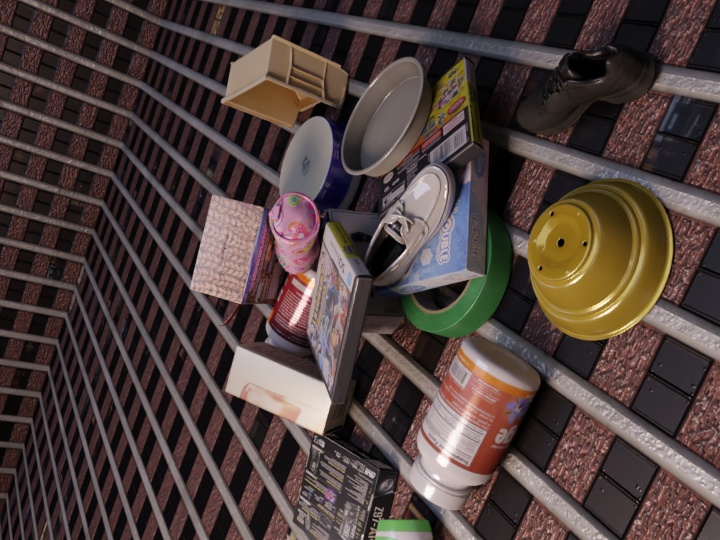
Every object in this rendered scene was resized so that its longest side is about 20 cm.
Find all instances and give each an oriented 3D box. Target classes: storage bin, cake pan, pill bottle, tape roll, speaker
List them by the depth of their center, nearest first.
[{"bbox_3d":[0.141,0.199,0.901,0.112,0.110,0.204,42,112,52],"label":"pill bottle"},{"bbox_3d":[0.060,0.447,0.945,0.088,0.087,0.205,-23,59,48],"label":"speaker"},{"bbox_3d":[0.136,-0.005,1.039,0.199,0.047,0.205,-27,55,46],"label":"tape roll"},{"bbox_3d":[0.042,-0.235,1.095,0.199,0.036,0.204,-37,40,39],"label":"cake pan"},{"bbox_3d":[-0.108,0.081,1.294,0.203,0.111,0.113,-63,37,15],"label":"pill bottle"},{"bbox_3d":[-0.157,-0.386,1.467,0.198,0.195,0.096,-5,74,53],"label":"storage bin"}]

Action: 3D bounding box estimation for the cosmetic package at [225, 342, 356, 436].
[{"bbox_3d":[-0.119,0.199,1.196,0.196,0.103,0.089,20,95,22],"label":"cosmetic package"}]

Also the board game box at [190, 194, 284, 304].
[{"bbox_3d":[-0.200,-0.031,1.232,0.095,0.200,0.163,14,90,11],"label":"board game box"}]

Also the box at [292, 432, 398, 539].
[{"bbox_3d":[-0.029,0.370,1.134,0.198,0.043,0.164,10,86,55],"label":"box"}]

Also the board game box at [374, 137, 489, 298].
[{"bbox_3d":[0.103,-0.076,1.035,0.197,0.043,0.205,-16,63,50],"label":"board game box"}]

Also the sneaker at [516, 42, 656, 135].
[{"bbox_3d":[0.273,-0.241,0.902,0.198,0.089,0.078,-22,62,50],"label":"sneaker"}]

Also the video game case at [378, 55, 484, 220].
[{"bbox_3d":[0.098,-0.193,1.040,0.199,0.025,0.184,-36,41,40],"label":"video game case"}]

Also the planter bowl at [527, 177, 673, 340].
[{"bbox_3d":[0.263,-0.025,0.839,0.199,0.082,0.205,-26,57,47],"label":"planter bowl"}]

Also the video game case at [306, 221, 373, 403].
[{"bbox_3d":[-0.037,0.058,1.031,0.181,0.025,0.204,-121,39,-58],"label":"video game case"}]

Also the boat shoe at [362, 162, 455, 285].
[{"bbox_3d":[0.060,-0.060,0.973,0.072,0.065,0.201,46,120,18],"label":"boat shoe"}]

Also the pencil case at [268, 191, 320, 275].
[{"bbox_3d":[-0.106,-0.055,1.137,0.200,0.085,0.090,108,169,-76],"label":"pencil case"}]

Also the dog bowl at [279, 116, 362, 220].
[{"bbox_3d":[-0.080,-0.199,1.392,0.198,0.078,0.205,-25,58,47],"label":"dog bowl"}]

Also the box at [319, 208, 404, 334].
[{"bbox_3d":[0.000,0.000,1.166,0.060,0.114,0.204,123,144,-54],"label":"box"}]

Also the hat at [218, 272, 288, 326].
[{"bbox_3d":[-0.194,-0.006,1.351,0.164,0.173,0.205,7,113,58],"label":"hat"}]
